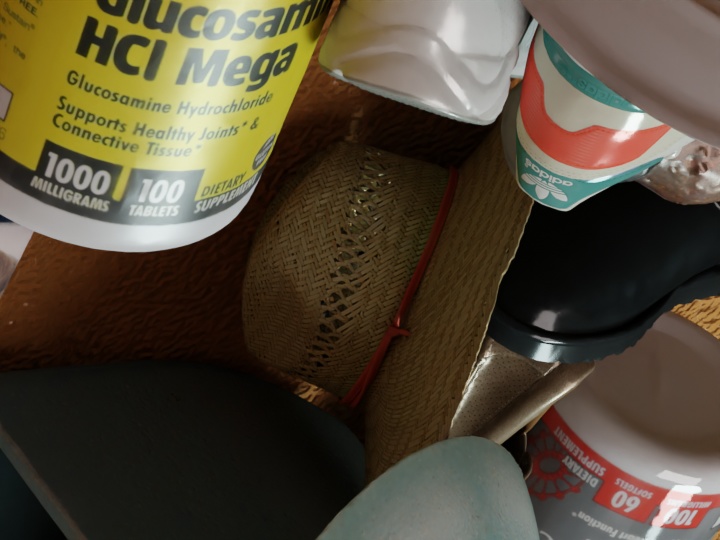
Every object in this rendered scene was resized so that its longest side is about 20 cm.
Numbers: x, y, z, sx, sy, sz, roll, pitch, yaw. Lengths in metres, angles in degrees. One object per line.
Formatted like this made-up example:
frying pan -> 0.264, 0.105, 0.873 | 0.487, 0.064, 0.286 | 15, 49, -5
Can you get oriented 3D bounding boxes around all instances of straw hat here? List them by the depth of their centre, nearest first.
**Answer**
straw hat -> 0.000, 0.000, 0.912 | 0.085, 0.201, 0.201 | 20, 129, -6

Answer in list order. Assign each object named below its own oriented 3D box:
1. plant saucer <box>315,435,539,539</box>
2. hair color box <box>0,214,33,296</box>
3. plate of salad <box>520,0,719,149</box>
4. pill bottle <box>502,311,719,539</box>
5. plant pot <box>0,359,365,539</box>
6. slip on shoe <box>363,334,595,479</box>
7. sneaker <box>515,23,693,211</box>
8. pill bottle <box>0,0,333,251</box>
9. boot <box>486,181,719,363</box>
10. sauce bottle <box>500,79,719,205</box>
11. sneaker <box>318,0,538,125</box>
plant saucer -> 0.016, 0.157, 0.848 | 0.201, 0.039, 0.201 | -39, 143, -38
hair color box -> -0.214, 0.001, 0.762 | 0.200, 0.061, 0.100 | -2, 136, -40
plate of salad -> 0.118, -0.110, 0.698 | 0.200, 0.200, 0.048 | -17, 159, -24
pill bottle -> 0.100, 0.119, 1.130 | 0.116, 0.116, 0.200 | -6, 137, -36
plant pot -> -0.066, 0.155, 0.977 | 0.200, 0.196, 0.196 | -13, 143, -44
slip on shoe -> 0.044, 0.079, 1.056 | 0.076, 0.061, 0.200 | -33, 159, -46
sneaker -> 0.107, -0.092, 0.777 | 0.200, 0.070, 0.093 | -46, 167, -42
pill bottle -> -0.055, -0.111, 0.706 | 0.112, 0.112, 0.200 | -8, 139, -34
boot -> 0.139, -0.054, 0.970 | 0.198, 0.073, 0.163 | -17, 145, -43
sauce bottle -> 0.139, -0.057, 0.864 | 0.200, 0.066, 0.066 | -6, 138, -38
sneaker -> 0.036, -0.103, 0.768 | 0.070, 0.200, 0.080 | 17, 105, 0
